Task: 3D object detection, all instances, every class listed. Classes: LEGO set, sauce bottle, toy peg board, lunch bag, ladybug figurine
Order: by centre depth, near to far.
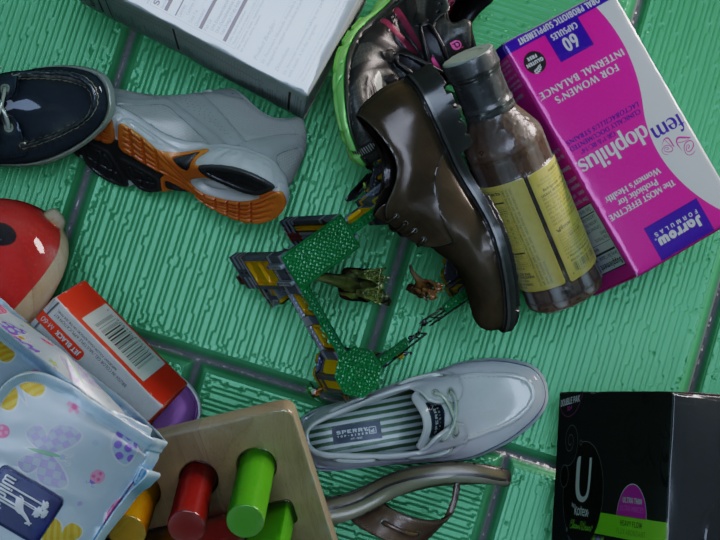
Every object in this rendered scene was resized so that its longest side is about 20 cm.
[{"bbox_3d":[-0.245,0.122,1.167,0.200,0.127,0.170,37,92,19],"label":"lunch bag"},{"bbox_3d":[-0.118,0.217,1.226,0.199,0.098,0.200,-14,110,8],"label":"toy peg board"},{"bbox_3d":[-0.302,0.014,1.296,0.200,0.072,0.136,-40,47,-7],"label":"ladybug figurine"},{"bbox_3d":[0.116,-0.068,1.303,0.065,0.065,0.200,-24,107,-6],"label":"sauce bottle"},{"bbox_3d":[0.000,0.000,1.344,0.200,0.116,0.154,-45,109,-19],"label":"LEGO set"}]

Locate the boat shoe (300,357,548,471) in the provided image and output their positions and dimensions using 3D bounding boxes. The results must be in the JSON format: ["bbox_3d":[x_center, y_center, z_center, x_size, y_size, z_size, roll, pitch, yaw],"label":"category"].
[{"bbox_3d":[0.050,0.116,1.343,0.200,0.067,0.074,-17,87,-6],"label":"boat shoe"}]

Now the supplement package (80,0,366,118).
[{"bbox_3d":[-0.104,-0.215,1.338,0.200,0.114,0.110,28,85,-2],"label":"supplement package"}]

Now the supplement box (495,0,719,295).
[{"bbox_3d":[0.183,-0.095,1.350,0.101,0.103,0.200,-30,89,-15],"label":"supplement box"}]

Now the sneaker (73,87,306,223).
[{"bbox_3d":[-0.134,-0.106,1.357,0.200,0.076,0.092,21,53,9],"label":"sneaker"}]

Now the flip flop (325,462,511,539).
[{"bbox_3d":[0.017,0.184,1.327,0.200,0.081,0.058,-17,81,-1],"label":"flip flop"}]

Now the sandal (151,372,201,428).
[{"bbox_3d":[-0.218,0.083,1.334,0.203,0.050,0.083,23,84,-2],"label":"sandal"}]

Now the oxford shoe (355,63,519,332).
[{"bbox_3d":[0.052,-0.039,1.274,0.084,0.073,0.200,-26,98,-9],"label":"oxford shoe"}]

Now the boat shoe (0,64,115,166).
[{"bbox_3d":[-0.280,-0.113,1.311,0.200,0.062,0.075,-4,87,17],"label":"boat shoe"}]

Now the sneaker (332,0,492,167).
[{"bbox_3d":[0.040,-0.163,1.328,0.084,0.077,0.200,10,59,29],"label":"sneaker"}]

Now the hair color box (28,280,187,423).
[{"bbox_3d":[-0.235,0.117,1.288,0.111,0.064,0.200,45,108,1],"label":"hair color box"}]

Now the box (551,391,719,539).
[{"bbox_3d":[0.231,0.163,1.276,0.124,0.200,0.149,5,84,-15],"label":"box"}]
